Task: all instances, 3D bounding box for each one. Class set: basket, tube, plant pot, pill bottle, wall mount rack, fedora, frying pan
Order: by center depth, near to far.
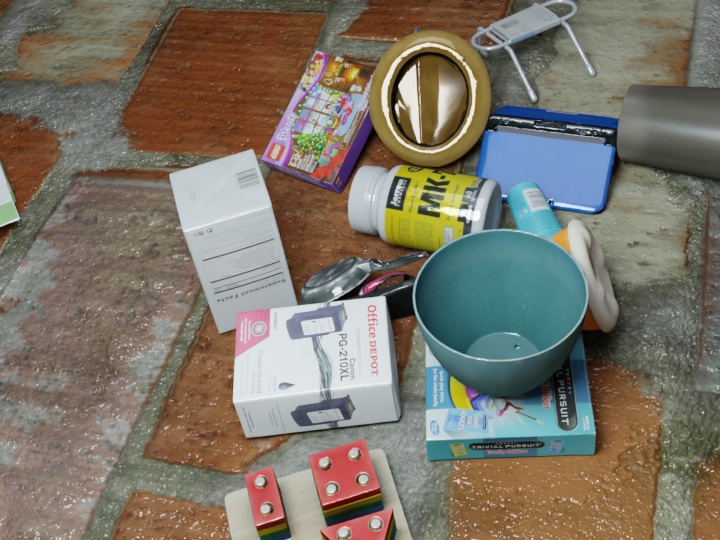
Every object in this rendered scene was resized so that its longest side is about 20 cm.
[{"bbox_3d":[0.165,0.070,1.234,0.197,0.136,0.202,-5,46,5],"label":"plant pot"},{"bbox_3d":[-0.011,0.009,1.395,0.189,0.031,0.115,-14,21,48],"label":"frying pan"},{"bbox_3d":[0.258,-0.035,1.444,0.077,0.051,0.201,-22,53,6],"label":"tube"},{"bbox_3d":[0.090,-0.085,1.471,0.198,0.115,0.115,11,50,19],"label":"pill bottle"},{"bbox_3d":[0.479,-0.200,1.499,0.198,0.138,0.180,12,22,26],"label":"basket"},{"bbox_3d":[0.108,-0.261,1.598,0.198,0.203,0.082,-1,6,8],"label":"fedora"},{"bbox_3d":[0.288,-0.368,1.730,0.198,0.075,0.174,-25,45,-13],"label":"wall mount rack"}]

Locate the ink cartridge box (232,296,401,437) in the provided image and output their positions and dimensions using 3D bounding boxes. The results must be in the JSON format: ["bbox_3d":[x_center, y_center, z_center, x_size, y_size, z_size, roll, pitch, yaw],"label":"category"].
[{"bbox_3d":[-0.054,0.120,1.324,0.197,0.085,0.146,-7,47,3],"label":"ink cartridge box"}]

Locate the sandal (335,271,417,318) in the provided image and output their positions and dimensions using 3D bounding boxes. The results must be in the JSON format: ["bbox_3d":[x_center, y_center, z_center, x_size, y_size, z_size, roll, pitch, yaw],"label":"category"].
[{"bbox_3d":[0.028,0.033,1.398,0.198,0.075,0.045,-14,55,0],"label":"sandal"}]

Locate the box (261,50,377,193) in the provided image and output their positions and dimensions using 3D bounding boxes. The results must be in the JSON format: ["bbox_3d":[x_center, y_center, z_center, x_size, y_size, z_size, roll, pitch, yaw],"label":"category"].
[{"bbox_3d":[-0.051,-0.232,1.627,0.136,0.039,0.202,20,79,27],"label":"box"}]

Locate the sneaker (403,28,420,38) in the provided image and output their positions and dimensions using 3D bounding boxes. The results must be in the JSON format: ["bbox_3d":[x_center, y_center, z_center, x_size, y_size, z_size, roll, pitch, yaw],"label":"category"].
[{"bbox_3d":[0.058,-0.313,1.669,0.198,0.132,0.080,-16,39,-6],"label":"sneaker"}]

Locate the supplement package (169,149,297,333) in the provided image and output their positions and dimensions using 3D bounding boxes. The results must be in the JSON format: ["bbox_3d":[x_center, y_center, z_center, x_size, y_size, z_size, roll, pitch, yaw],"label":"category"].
[{"bbox_3d":[-0.167,-0.037,1.408,0.118,0.201,0.122,-17,47,-6],"label":"supplement package"}]

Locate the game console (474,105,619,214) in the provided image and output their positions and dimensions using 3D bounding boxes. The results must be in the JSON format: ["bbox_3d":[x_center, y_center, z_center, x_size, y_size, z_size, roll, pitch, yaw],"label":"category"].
[{"bbox_3d":[0.286,-0.171,1.582,0.198,0.120,0.171,10,19,18],"label":"game console"}]

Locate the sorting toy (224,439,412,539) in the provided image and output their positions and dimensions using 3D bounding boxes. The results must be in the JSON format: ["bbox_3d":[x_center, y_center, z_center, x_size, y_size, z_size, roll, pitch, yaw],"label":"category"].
[{"bbox_3d":[-0.045,0.297,1.171,0.198,0.070,0.200,-15,47,-5],"label":"sorting toy"}]

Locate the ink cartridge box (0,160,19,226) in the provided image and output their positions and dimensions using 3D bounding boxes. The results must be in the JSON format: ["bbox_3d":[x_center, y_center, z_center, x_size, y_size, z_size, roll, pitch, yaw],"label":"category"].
[{"bbox_3d":[-0.615,-0.097,1.644,0.144,0.048,0.201,-24,49,-13],"label":"ink cartridge box"}]

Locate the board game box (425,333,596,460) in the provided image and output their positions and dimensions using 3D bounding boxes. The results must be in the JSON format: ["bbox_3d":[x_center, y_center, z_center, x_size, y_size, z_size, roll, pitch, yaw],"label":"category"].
[{"bbox_3d":[0.179,0.152,1.282,0.197,0.047,0.152,-4,47,7],"label":"board game box"}]

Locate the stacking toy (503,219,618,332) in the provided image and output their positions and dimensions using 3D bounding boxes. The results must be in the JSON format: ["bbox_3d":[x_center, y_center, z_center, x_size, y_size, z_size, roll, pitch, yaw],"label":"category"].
[{"bbox_3d":[0.219,0.031,1.348,0.198,0.146,0.147,-18,43,21],"label":"stacking toy"}]
